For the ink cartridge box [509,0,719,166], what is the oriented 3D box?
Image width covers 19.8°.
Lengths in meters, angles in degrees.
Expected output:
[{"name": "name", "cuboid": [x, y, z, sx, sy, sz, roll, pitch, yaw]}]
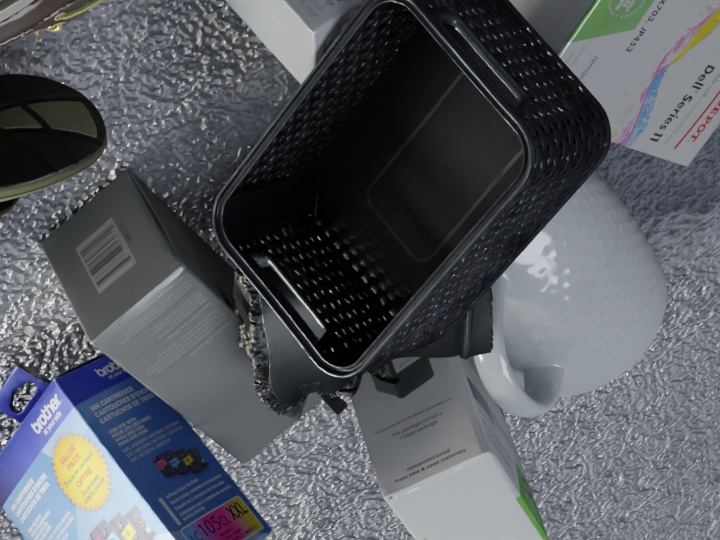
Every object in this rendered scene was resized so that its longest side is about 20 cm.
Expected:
[{"name": "ink cartridge box", "cuboid": [0.183, -0.139, 1.283, 0.199, 0.067, 0.117, 13, 122, -41]}]

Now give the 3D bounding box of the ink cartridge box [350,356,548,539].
[{"name": "ink cartridge box", "cuboid": [0.051, 0.101, 1.491, 0.084, 0.201, 0.146, -25, 141, 8]}]

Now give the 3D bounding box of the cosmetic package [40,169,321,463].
[{"name": "cosmetic package", "cuboid": [-0.116, 0.035, 1.393, 0.090, 0.107, 0.200, -40, 141, 7]}]

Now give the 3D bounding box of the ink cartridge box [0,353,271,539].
[{"name": "ink cartridge box", "cuboid": [-0.172, 0.149, 1.414, 0.076, 0.200, 0.137, -23, 159, -47]}]

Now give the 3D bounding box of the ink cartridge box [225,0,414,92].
[{"name": "ink cartridge box", "cuboid": [0.015, -0.207, 1.196, 0.200, 0.116, 0.068, -35, 159, -19]}]

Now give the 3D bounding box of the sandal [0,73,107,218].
[{"name": "sandal", "cuboid": [-0.245, -0.052, 1.222, 0.200, 0.080, 0.057, -25, 156, -1]}]

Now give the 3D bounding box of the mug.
[{"name": "mug", "cuboid": [0.117, 0.007, 1.454, 0.147, 0.201, 0.175, -6, 146, 27]}]

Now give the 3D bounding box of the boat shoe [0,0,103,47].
[{"name": "boat shoe", "cuboid": [-0.175, -0.170, 1.177, 0.200, 0.072, 0.060, -38, 140, -8]}]

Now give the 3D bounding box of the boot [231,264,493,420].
[{"name": "boot", "cuboid": [0.000, -0.001, 1.306, 0.162, 0.073, 0.199, -12, 130, -9]}]

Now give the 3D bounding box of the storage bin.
[{"name": "storage bin", "cuboid": [0.026, -0.053, 1.166, 0.094, 0.135, 0.200, -17, 153, -54]}]
